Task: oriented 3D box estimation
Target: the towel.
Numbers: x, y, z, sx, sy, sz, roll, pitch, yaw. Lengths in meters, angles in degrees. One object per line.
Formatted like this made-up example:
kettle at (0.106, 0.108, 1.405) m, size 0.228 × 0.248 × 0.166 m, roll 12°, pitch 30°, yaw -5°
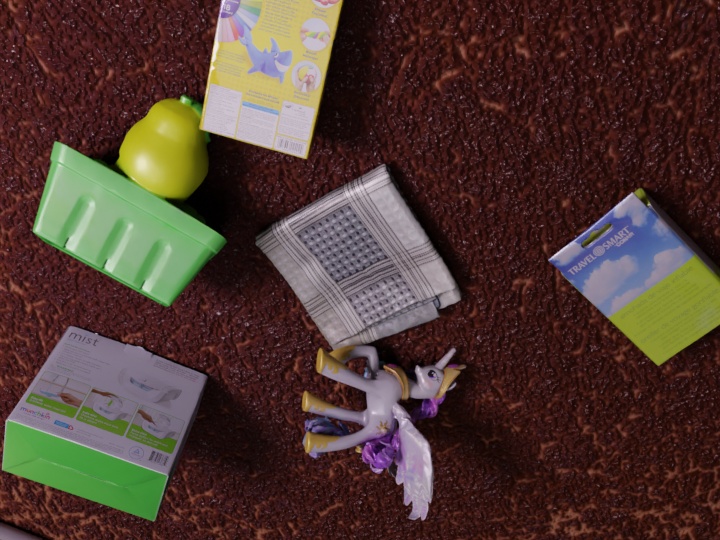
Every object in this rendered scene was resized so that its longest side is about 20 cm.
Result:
towel at (0.000, 0.000, 0.915) m, size 0.190 × 0.035 × 0.201 m, roll -25°, pitch 117°, yaw 21°

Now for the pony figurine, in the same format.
pony figurine at (0.028, 0.183, 0.964) m, size 0.195 × 0.166 × 0.198 m, roll 7°, pitch 99°, yaw -17°

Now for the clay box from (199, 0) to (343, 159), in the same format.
clay box at (-0.081, -0.223, 0.756) m, size 0.112 × 0.048 × 0.204 m, roll 14°, pitch 110°, yaw -3°

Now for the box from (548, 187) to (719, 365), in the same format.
box at (0.314, 0.004, 0.869) m, size 0.199 × 0.048 × 0.122 m, roll 39°, pitch 118°, yaw -17°

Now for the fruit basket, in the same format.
fruit basket at (-0.229, -0.088, 0.848) m, size 0.210 × 0.155 × 0.222 m, roll 1°, pitch 86°, yaw -16°

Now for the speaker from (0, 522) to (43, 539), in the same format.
speaker at (-0.614, 0.430, 1.245) m, size 0.197 × 0.082 × 0.082 m, roll 26°, pitch 123°, yaw -10°

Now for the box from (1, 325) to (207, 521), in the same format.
box at (-0.315, 0.186, 0.989) m, size 0.196 × 0.178 × 0.098 m, roll 20°, pitch 124°, yaw -7°
